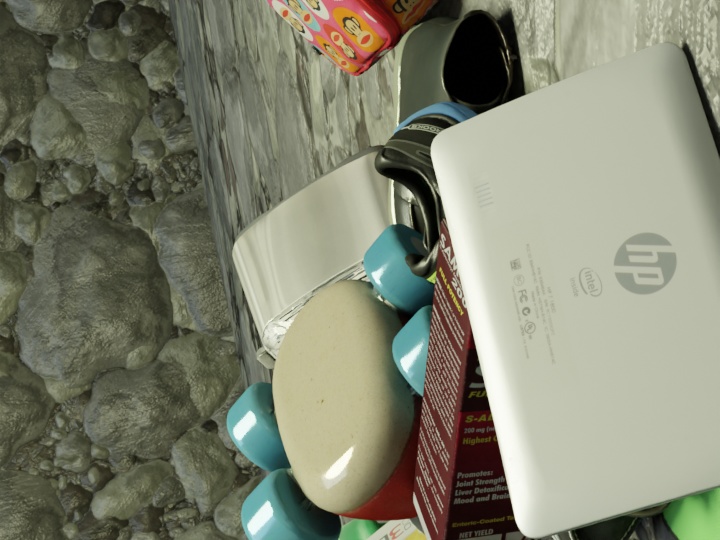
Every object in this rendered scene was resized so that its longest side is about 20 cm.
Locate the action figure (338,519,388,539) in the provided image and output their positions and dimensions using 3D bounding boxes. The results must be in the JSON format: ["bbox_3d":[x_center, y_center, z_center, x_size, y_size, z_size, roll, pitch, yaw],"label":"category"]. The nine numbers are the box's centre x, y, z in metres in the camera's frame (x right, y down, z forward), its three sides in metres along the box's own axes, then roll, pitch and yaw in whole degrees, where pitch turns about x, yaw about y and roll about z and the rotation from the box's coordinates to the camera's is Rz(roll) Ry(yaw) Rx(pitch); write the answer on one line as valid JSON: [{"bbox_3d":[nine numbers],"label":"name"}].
[{"bbox_3d":[0.069,0.275,1.102,0.200,0.117,0.055,-131,39,-51],"label":"action figure"}]

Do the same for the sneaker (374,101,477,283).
[{"bbox_3d":[0.073,-0.002,0.809,0.201,0.082,0.071,59,164,5],"label":"sneaker"}]

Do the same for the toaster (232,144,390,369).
[{"bbox_3d":[0.000,0.000,1.032,0.114,0.199,0.130,45,-160,-43],"label":"toaster"}]

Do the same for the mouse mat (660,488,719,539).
[{"bbox_3d":[0.181,0.107,0.607,0.200,0.007,0.163,-116,20,-59],"label":"mouse mat"}]

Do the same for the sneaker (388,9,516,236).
[{"bbox_3d":[0.062,-0.067,0.887,0.106,0.074,0.203,-168,70,-78],"label":"sneaker"}]

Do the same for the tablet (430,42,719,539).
[{"bbox_3d":[0.108,0.006,0.600,0.014,0.129,0.202,32,-138,-60],"label":"tablet"}]

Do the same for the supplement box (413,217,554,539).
[{"bbox_3d":[0.092,0.066,0.724,0.061,0.107,0.202,-113,21,-52],"label":"supplement box"}]

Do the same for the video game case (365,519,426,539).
[{"bbox_3d":[0.061,0.232,0.928,0.023,0.182,0.201,44,-170,-33],"label":"video game case"}]

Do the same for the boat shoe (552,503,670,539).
[{"bbox_3d":[0.133,0.083,0.665,0.067,0.069,0.202,-110,22,-49],"label":"boat shoe"}]

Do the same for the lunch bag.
[{"bbox_3d":[-0.030,-0.237,1.002,0.176,0.082,0.200,44,172,-7],"label":"lunch bag"}]

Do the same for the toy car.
[{"bbox_3d":[0.046,0.111,0.893,0.185,0.199,0.178,-48,31,19],"label":"toy car"}]
